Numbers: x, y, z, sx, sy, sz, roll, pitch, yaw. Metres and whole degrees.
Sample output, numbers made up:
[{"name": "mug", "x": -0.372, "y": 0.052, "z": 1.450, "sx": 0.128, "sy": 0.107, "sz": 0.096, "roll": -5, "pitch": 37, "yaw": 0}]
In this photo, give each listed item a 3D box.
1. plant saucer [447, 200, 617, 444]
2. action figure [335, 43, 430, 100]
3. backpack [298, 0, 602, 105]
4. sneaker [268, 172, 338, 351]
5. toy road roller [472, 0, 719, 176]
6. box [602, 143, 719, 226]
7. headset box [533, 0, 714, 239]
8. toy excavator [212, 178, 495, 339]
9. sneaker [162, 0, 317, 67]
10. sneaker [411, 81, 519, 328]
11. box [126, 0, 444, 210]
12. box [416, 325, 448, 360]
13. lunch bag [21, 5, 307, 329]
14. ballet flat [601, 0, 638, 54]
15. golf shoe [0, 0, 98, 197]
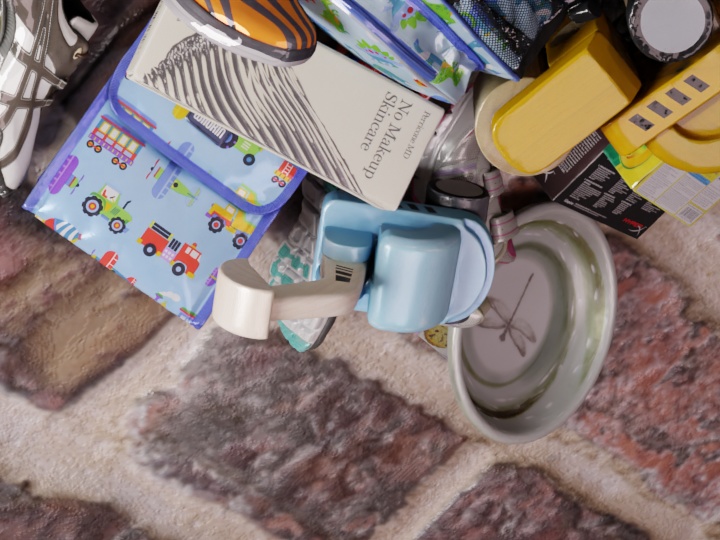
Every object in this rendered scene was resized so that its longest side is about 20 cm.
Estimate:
[{"name": "plant saucer", "x": 0.129, "y": 0.039, "z": 1.740, "sx": 0.199, "sy": 0.050, "sz": 0.201, "roll": -16, "pitch": 113, "yaw": -42}, {"name": "action figure", "x": -0.019, "y": -0.120, "z": 1.524, "sx": 0.200, "sy": 0.099, "sz": 0.065, "roll": -38, "pitch": 108, "yaw": 6}, {"name": "backpack", "x": 0.025, "y": -0.214, "z": 1.392, "sx": 0.147, "sy": 0.183, "sz": 0.200, "roll": -49, "pitch": 131, "yaw": -5}, {"name": "sneaker", "x": -0.006, "y": -0.024, "z": 1.633, "sx": 0.091, "sy": 0.078, "sz": 0.201, "roll": -4, "pitch": 127, "yaw": -35}, {"name": "toy road roller", "x": 0.187, "y": -0.117, "z": 1.461, "sx": 0.200, "sy": 0.123, "sz": 0.146, "roll": -35, "pitch": 106, "yaw": 15}, {"name": "box", "x": 0.282, "y": -0.126, "z": 1.564, "sx": 0.200, "sy": 0.048, "sz": 0.117, "roll": -41, "pitch": 150, "yaw": 15}, {"name": "headset box", "x": 0.229, "y": -0.130, "z": 1.628, "sx": 0.200, "sy": 0.077, "sz": 0.149, "roll": -47, "pitch": 149, "yaw": 17}, {"name": "toy excavator", "x": 0.000, "y": 0.000, "z": 1.483, "sx": 0.193, "sy": 0.200, "sz": 0.100, "roll": 9, "pitch": 109, "yaw": -3}, {"name": "sneaker", "x": -0.088, "y": -0.223, "z": 1.332, "sx": 0.077, "sy": 0.200, "sz": 0.112, "roll": -26, "pitch": 156, "yaw": -54}, {"name": "sneaker", "x": 0.082, "y": -0.045, "z": 1.615, "sx": 0.088, "sy": 0.081, "sz": 0.201, "roll": 18, "pitch": 110, "yaw": 10}, {"name": "box", "x": -0.051, "y": -0.119, "z": 1.427, "sx": 0.199, "sy": 0.068, "sz": 0.083, "roll": 25, "pitch": 90, "yaw": -11}, {"name": "box", "x": 0.061, "y": 0.036, "z": 1.746, "sx": 0.041, "sy": 0.039, "sz": 0.200, "roll": -40, "pitch": 134, "yaw": 9}, {"name": "lunch bag", "x": -0.115, "y": -0.089, "z": 1.490, "sx": 0.150, "sy": 0.094, "sz": 0.200, "roll": 35, "pitch": 100, "yaw": -9}, {"name": "ballet flat", "x": 0.187, "y": -0.167, "z": 1.529, "sx": 0.066, "sy": 0.057, "sz": 0.200, "roll": 16, "pitch": 115, "yaw": -51}, {"name": "golf shoe", "x": -0.219, "y": -0.135, "z": 1.429, "sx": 0.094, "sy": 0.078, "sz": 0.201, "roll": -10, "pitch": 134, "yaw": -18}]
